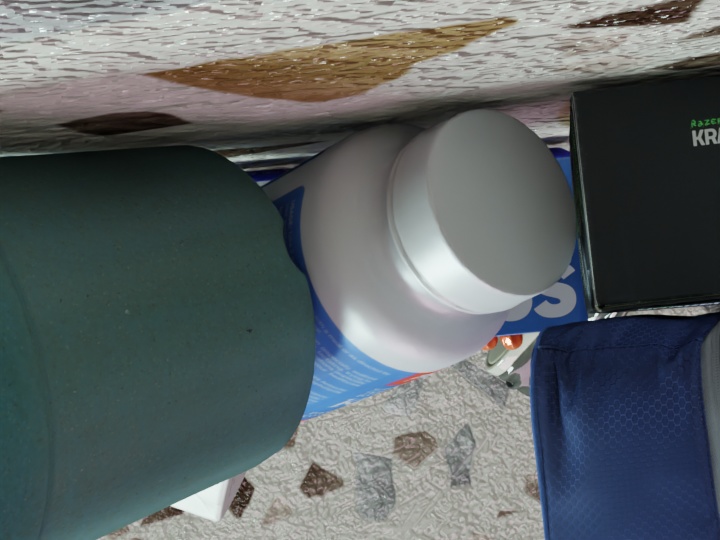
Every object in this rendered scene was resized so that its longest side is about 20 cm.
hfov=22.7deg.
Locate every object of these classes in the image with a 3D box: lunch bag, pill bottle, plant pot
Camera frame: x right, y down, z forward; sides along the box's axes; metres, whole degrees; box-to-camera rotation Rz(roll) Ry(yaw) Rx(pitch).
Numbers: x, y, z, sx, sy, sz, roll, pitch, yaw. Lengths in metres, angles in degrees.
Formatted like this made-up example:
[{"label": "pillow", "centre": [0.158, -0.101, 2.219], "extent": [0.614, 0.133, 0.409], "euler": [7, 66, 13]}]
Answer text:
[{"label": "lunch bag", "centre": [0.167, 0.082, 0.760], "extent": [0.132, 0.136, 0.200], "euler": [-8, 176, 25]}, {"label": "pill bottle", "centre": [0.000, 0.000, 0.813], "extent": [0.112, 0.112, 0.200], "euler": [-4, 167, -38]}, {"label": "plant pot", "centre": [-0.137, 0.034, 0.740], "extent": [0.196, 0.201, 0.200], "euler": [-15, -176, -40]}]

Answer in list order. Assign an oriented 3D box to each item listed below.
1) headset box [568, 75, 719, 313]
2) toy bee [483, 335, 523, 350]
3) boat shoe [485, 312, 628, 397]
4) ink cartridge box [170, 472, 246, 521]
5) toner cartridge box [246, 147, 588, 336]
[{"label": "headset box", "centre": [0.182, -0.035, 0.789], "extent": [0.174, 0.093, 0.200], "euler": [-6, 177, 5]}, {"label": "toy bee", "centre": [0.073, -0.007, 1.054], "extent": [0.200, 0.109, 0.131], "euler": [-2, 178, -35]}, {"label": "boat shoe", "centre": [0.152, 0.006, 1.087], "extent": [0.057, 0.067, 0.200], "euler": [30, 126, -13]}, {"label": "ink cartridge box", "centre": [-0.102, 0.050, 1.110], "extent": [0.116, 0.067, 0.200], "euler": [18, -140, 6]}, {"label": "toner cartridge box", "centre": [0.019, -0.009, 0.950], "extent": [0.200, 0.095, 0.043], "euler": [-6, -169, -9]}]
